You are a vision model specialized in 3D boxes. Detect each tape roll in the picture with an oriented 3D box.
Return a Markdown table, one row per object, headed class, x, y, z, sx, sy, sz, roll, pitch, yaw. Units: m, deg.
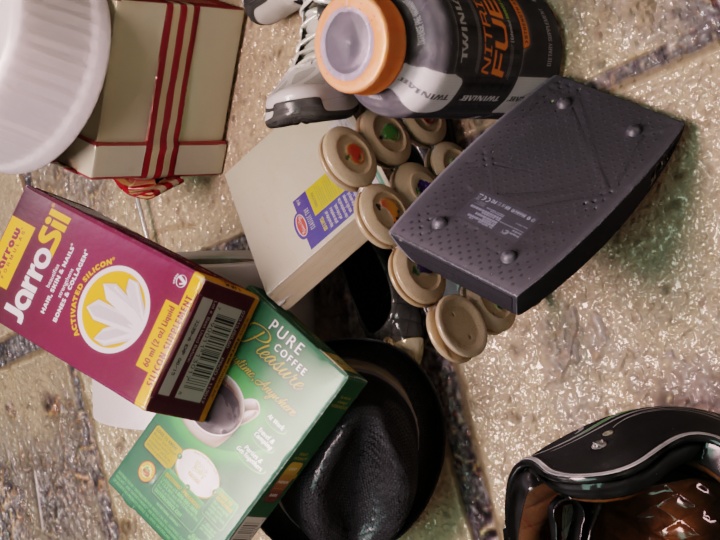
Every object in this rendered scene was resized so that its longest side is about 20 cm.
| class | x | y | z | sx | sy | sz | roll | pitch | yaw |
| --- | --- | --- | --- | --- | --- | --- | --- | --- | --- |
| tape roll | -0.139 | 0.058 | 1.276 | 0.202 | 0.202 | 0.141 | 2 | 95 | 41 |

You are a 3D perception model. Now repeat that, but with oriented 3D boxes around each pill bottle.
| class | x | y | z | sx | sy | sz | roll | pitch | yaw |
| --- | --- | --- | --- | --- | --- | --- | --- | --- | --- |
| pill bottle | 0.056 | -0.166 | 1.080 | 0.106 | 0.199 | 0.107 | 6 | 98 | 41 |

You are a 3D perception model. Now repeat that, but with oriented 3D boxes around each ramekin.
| class | x | y | z | sx | sy | sz | roll | pitch | yaw |
| --- | --- | --- | --- | --- | --- | --- | --- | --- | --- |
| ramekin | -0.317 | -0.191 | 1.243 | 0.199 | 0.097 | 0.203 | -8 | 76 | 36 |

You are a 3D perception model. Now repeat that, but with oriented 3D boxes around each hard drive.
| class | x | y | z | sx | sy | sz | roll | pitch | yaw |
| --- | --- | --- | --- | --- | --- | --- | --- | --- | --- |
| hard drive | 0.131 | -0.056 | 1.047 | 0.134 | 0.200 | 0.043 | 27 | 149 | 36 |

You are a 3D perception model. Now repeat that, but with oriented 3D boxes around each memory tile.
| class | x | y | z | sx | sy | sz | roll | pitch | yaw |
| --- | --- | --- | --- | --- | --- | --- | --- | --- | --- |
| memory tile | 0.058 | -0.039 | 1.098 | 0.017 | 0.153 | 0.201 | -32 | 90 | 43 |

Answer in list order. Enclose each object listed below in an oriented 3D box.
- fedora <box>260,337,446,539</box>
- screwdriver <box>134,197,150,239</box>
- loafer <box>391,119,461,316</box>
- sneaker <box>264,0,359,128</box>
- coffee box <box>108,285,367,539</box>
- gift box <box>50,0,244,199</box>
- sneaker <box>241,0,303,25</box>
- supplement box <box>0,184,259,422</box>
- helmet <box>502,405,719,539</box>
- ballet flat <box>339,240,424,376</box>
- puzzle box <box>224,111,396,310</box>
| class | x | y | z | sx | sy | sz | roll | pitch | yaw |
| --- | --- | --- | --- | --- | --- | --- | --- | --- | --- |
| fedora | -0.007 | 0.161 | 1.175 | 0.092 | 0.199 | 0.202 | -126 | 46 | -67 |
| screwdriver | -0.210 | -0.020 | 1.445 | 0.029 | 0.028 | 0.202 | 162 | 95 | -70 |
| loafer | 0.053 | -0.040 | 1.181 | 0.068 | 0.070 | 0.203 | -14 | 85 | 42 |
| sneaker | -0.039 | -0.182 | 1.128 | 0.075 | 0.201 | 0.116 | -6 | 107 | 14 |
| coffee box | -0.097 | 0.127 | 1.135 | 0.123 | 0.044 | 0.201 | 38 | 97 | 27 |
| gift box | -0.244 | -0.177 | 1.355 | 0.184 | 0.199 | 0.188 | 26 | 112 | 42 |
| sneaker | -0.027 | -0.254 | 1.232 | 0.199 | 0.073 | 0.081 | -28 | 78 | 40 |
| supplement box | -0.194 | 0.025 | 1.132 | 0.199 | 0.086 | 0.111 | 25 | 90 | 29 |
| helmet | 0.210 | 0.184 | 0.985 | 0.200 | 0.189 | 0.202 | 173 | 90 | -77 |
| ballet flat | 0.000 | 0.000 | 1.242 | 0.066 | 0.057 | 0.201 | -35 | 72 | 39 |
| puzzle box | -0.042 | -0.068 | 1.191 | 0.133 | 0.025 | 0.200 | -40 | 34 | 11 |
